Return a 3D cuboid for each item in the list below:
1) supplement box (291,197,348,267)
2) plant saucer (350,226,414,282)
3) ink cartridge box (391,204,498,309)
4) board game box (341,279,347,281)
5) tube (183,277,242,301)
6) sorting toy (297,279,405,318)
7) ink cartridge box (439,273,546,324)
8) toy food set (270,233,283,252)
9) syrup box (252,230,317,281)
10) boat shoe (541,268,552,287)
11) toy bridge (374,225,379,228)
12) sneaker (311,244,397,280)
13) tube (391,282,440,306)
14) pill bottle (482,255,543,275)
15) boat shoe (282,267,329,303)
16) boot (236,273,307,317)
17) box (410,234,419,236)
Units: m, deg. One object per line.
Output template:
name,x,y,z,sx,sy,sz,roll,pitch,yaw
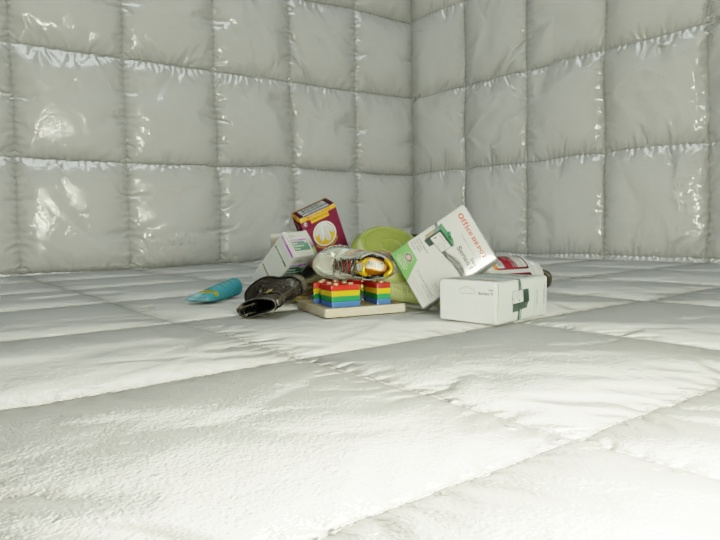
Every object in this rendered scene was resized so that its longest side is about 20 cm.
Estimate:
supplement box,-0.099,-0.078,1.765,0.108,0.204,0.085,-25,24,-14
plant saucer,0.074,-0.049,1.572,0.194,0.032,0.203,8,40,-6
ink cartridge box,0.190,-0.030,1.448,0.198,0.148,0.084,-34,-11,10
board game box,0.000,0.000,1.687,0.199,0.035,0.135,-43,10,-5
tube,-0.392,0.062,1.754,0.075,0.052,0.199,-8,7,21
sorting toy,-0.026,0.056,1.495,0.195,0.072,0.198,-3,4,-24
ink cartridge box,0.273,0.054,1.329,0.144,0.086,0.197,3,5,45
toy food set,-0.201,-0.017,1.849,0.140,0.204,0.061,-3,36,-22
syrup box,-0.202,-0.013,1.707,0.078,0.083,0.200,-9,-28,-44
boat shoe,0.405,0.039,1.706,0.195,0.077,0.073,-9,10,24
toy bridge,-0.012,-0.042,1.727,0.200,0.027,0.067,-48,10,-28
sneaker,-0.013,-0.017,1.457,0.194,0.080,0.082,-1,5,1
tube,0.112,0.049,1.560,0.195,0.060,0.052,5,-2,26
pill bottle,0.345,0.023,1.551,0.196,0.117,0.112,-3,4,-36
boat shoe,-0.155,0.048,1.647,0.197,0.076,0.075,-17,21,-35
boot,-0.228,0.064,1.474,0.196,0.071,0.174,-17,9,30
box,0.146,-0.025,1.916,0.084,0.169,0.199,-2,5,-20
